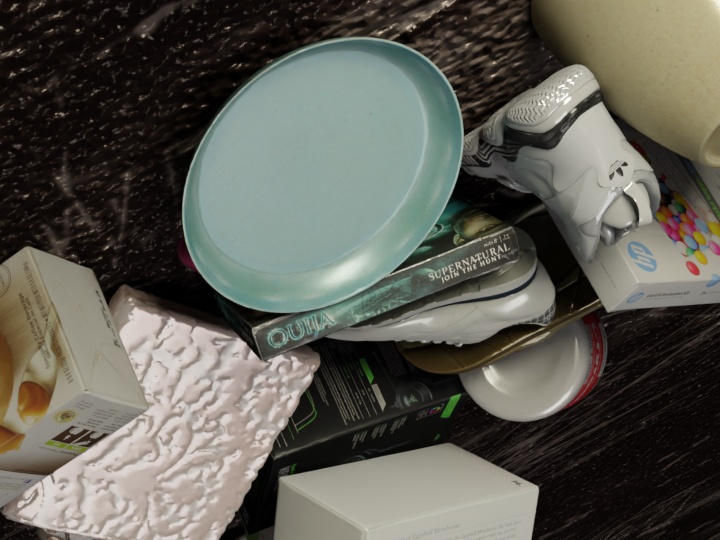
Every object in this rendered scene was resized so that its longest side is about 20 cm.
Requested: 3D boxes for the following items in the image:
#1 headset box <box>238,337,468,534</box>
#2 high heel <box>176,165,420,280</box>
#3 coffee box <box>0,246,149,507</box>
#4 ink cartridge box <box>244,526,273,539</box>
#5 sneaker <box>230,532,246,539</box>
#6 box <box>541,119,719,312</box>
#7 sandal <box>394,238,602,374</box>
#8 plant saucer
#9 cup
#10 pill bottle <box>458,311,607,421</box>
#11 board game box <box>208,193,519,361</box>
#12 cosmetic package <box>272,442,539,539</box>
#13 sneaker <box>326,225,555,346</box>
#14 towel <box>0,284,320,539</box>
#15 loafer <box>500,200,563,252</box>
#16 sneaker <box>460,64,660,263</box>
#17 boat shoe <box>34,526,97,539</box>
[{"bbox_3d":[-0.015,0.129,1.504,0.199,0.093,0.174,-17,155,-21],"label":"headset box"},{"bbox_3d":[-0.030,-0.054,1.166,0.199,0.068,0.097,-18,145,-31],"label":"high heel"},{"bbox_3d":[-0.256,0.090,1.153,0.199,0.115,0.080,-34,156,16],"label":"coffee box"},{"bbox_3d":[-0.038,0.265,1.633,0.067,0.118,0.200,-10,180,-28],"label":"ink cartridge box"},{"bbox_3d":[-0.099,0.326,1.841,0.070,0.081,0.200,-32,154,18],"label":"sneaker"},{"bbox_3d":[0.225,-0.045,1.312,0.199,0.157,0.041,-2,145,-41],"label":"box"},{"bbox_3d":[0.120,0.030,1.361,0.199,0.081,0.054,-22,159,17],"label":"sandal"},{"bbox_3d":[-0.026,-0.063,1.103,0.199,0.027,0.201,-18,131,-22],"label":"plant saucer"},{"bbox_3d":[0.230,-0.153,1.113,0.199,0.144,0.201,-22,157,-10],"label":"cup"},{"bbox_3d":[0.155,0.069,1.498,0.112,0.113,0.200,-32,172,13],"label":"pill bottle"},{"bbox_3d":[0.000,0.000,1.234,0.199,0.028,0.135,-22,-161,-13],"label":"board game box"},{"bbox_3d":[0.031,0.269,1.455,0.198,0.123,0.202,-6,110,-40],"label":"cosmetic package"},{"bbox_3d":[0.049,0.028,1.313,0.198,0.077,0.081,-8,142,20],"label":"sneaker"},{"bbox_3d":[-0.148,0.118,1.293,0.190,0.032,0.201,18,109,-38],"label":"towel"},{"bbox_3d":[0.189,-0.034,1.406,0.199,0.070,0.070,-17,163,-19],"label":"loafer"},{"bbox_3d":[0.131,-0.064,1.164,0.075,0.115,0.200,-36,-177,-14],"label":"sneaker"},{"bbox_3d":[-0.190,0.123,1.343,0.200,0.073,0.074,-47,129,4],"label":"boat shoe"}]
